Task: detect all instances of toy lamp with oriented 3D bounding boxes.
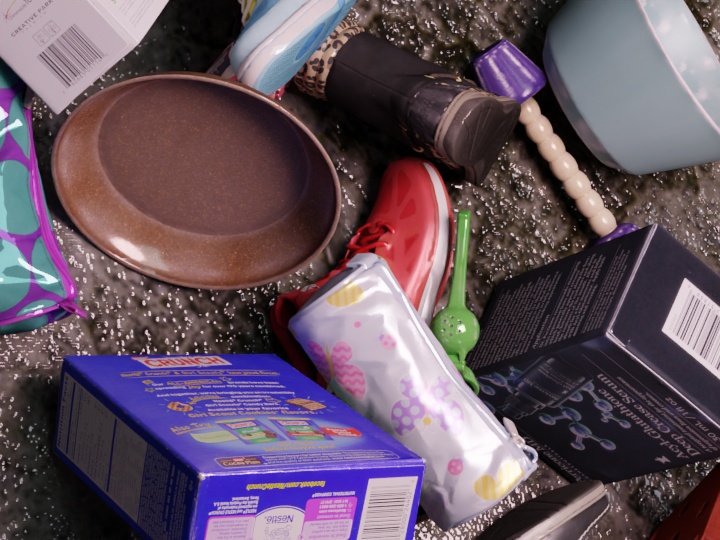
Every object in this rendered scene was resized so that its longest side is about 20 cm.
[{"bbox_3d":[0.157,-0.095,1.759,0.058,0.058,0.200,-42,103,-35],"label":"toy lamp"}]

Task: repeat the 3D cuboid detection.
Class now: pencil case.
[{"bbox_3d":[0.036,0.085,1.529,0.200,0.091,0.083,52,46,1],"label":"pencil case"},{"bbox_3d":[-0.244,-0.056,1.458,0.085,0.092,0.200,18,60,-76],"label":"pencil case"}]

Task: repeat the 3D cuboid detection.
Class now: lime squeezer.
[{"bbox_3d":[0.068,0.062,1.607,0.038,0.071,0.200,-3,107,-4],"label":"lime squeezer"}]

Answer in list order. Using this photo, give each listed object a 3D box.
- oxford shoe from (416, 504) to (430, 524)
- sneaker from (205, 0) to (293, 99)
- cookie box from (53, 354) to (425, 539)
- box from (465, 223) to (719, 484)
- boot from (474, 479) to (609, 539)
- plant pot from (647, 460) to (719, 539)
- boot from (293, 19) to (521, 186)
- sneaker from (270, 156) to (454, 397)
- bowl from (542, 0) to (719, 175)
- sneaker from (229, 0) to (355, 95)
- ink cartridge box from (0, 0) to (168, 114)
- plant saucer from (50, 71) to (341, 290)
[{"bbox_3d":[-0.016,0.162,1.557,0.200,0.073,0.071,-10,83,-35],"label":"oxford shoe"},{"bbox_3d":[-0.066,-0.193,1.634,0.075,0.081,0.200,28,58,8],"label":"sneaker"},{"bbox_3d":[-0.083,0.122,1.435,0.171,0.200,0.075,1,109,-33],"label":"cookie box"},{"bbox_3d":[0.194,0.069,1.645,0.148,0.200,0.107,38,60,-18],"label":"box"},{"bbox_3d":[0.135,0.266,1.630,0.204,0.073,0.154,-36,100,-29],"label":"boot"},{"bbox_3d":[0.307,0.254,1.660,0.176,0.200,0.200,36,38,0],"label":"plant pot"},{"bbox_3d":[0.036,-0.129,1.659,0.150,0.200,0.073,28,96,12],"label":"boot"},{"bbox_3d":[0.000,0.000,1.613,0.115,0.078,0.200,15,67,-31],"label":"sneaker"},{"bbox_3d":[0.220,-0.156,1.761,0.201,0.105,0.201,48,23,-28],"label":"bowl"},{"bbox_3d":[-0.075,-0.205,1.524,0.131,0.080,0.200,37,36,-1],"label":"sneaker"},{"bbox_3d":[-0.212,-0.229,1.481,0.176,0.084,0.200,47,26,-13],"label":"ink cartridge box"},{"bbox_3d":[-0.110,-0.068,1.495,0.200,0.200,0.037,33,41,-22],"label":"plant saucer"}]
